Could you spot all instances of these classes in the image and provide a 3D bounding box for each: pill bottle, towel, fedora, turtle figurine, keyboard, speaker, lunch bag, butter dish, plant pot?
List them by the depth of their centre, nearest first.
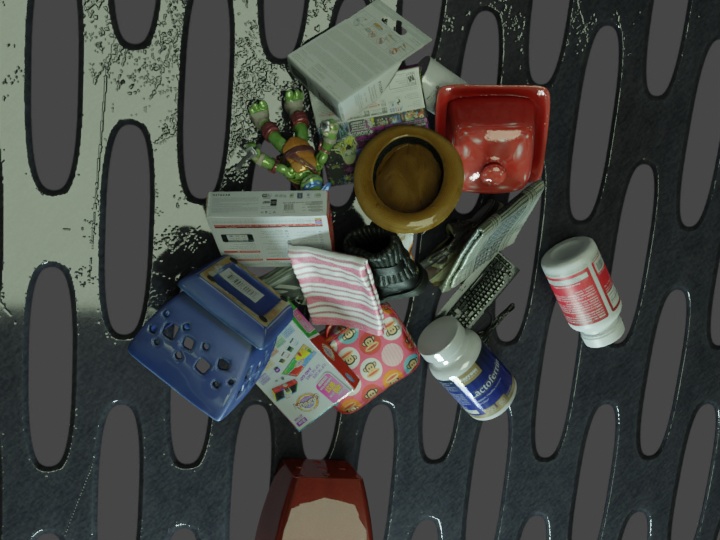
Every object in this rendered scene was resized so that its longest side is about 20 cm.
[{"bbox_3d":[-0.117,-0.228,1.445,0.144,0.195,0.199,-40,143,18],"label":"turtle figurine"},{"bbox_3d":[-0.234,0.096,1.459,0.199,0.200,0.180,37,109,2],"label":"plant pot"},{"bbox_3d":[0.081,-0.145,1.477,0.198,0.082,0.203,-1,69,3],"label":"fedora"},{"bbox_3d":[0.225,-0.202,1.502,0.197,0.149,0.202,2,131,5],"label":"butter dish"},{"bbox_3d":[-0.039,0.037,1.506,0.145,0.030,0.201,9,142,21],"label":"towel"},{"bbox_3d":[0.238,-0.055,1.571,0.035,0.201,0.192,44,55,13],"label":"towel"},{"bbox_3d":[0.179,-0.297,1.574,0.199,0.081,0.082,30,95,-19],"label":"speaker"},{"bbox_3d":[-0.005,0.149,1.637,0.199,0.082,0.177,-32,108,-4],"label":"lunch bag"},{"bbox_3d":[-0.083,0.457,1.644,0.198,0.200,0.179,5,92,-15],"label":"plant pot"},{"bbox_3d":[0.201,0.184,1.666,0.116,0.116,0.200,-44,118,-1],"label":"pill bottle"},{"bbox_3d":[0.439,0.045,1.707,0.112,0.112,0.201,-31,109,-5],"label":"pill bottle"},{"bbox_3d":[0.240,0.070,1.712,0.127,0.021,0.200,40,92,-19],"label":"keyboard"}]

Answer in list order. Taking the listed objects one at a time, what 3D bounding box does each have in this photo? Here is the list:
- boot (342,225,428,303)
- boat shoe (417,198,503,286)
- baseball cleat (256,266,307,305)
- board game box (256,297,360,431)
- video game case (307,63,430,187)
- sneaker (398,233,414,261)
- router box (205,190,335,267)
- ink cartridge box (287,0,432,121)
[{"bbox_3d":[0.000,-0.002,1.523,0.209,0.080,0.158,-18,147,24],"label":"boot"},{"bbox_3d":[0.186,-0.063,1.637,0.066,0.072,0.201,41,89,-10],"label":"boat shoe"},{"bbox_3d":[-0.138,0.038,1.583,0.199,0.070,0.107,-33,109,-3],"label":"baseball cleat"},{"bbox_3d":[-0.121,0.172,1.579,0.153,0.040,0.200,-39,96,26],"label":"board game box"},{"bbox_3d":[0.022,-0.251,1.529,0.197,0.036,0.183,-9,111,10],"label":"video game case"},{"bbox_3d":[0.050,-0.054,1.608,0.091,0.076,0.203,-6,104,-8],"label":"sneaker"},{"bbox_3d":[-0.147,-0.068,1.479,0.197,0.180,0.049,-1,64,2],"label":"router box"},{"bbox_3d":[0.000,-0.358,1.482,0.199,0.163,0.057,-33,146,-17],"label":"ink cartridge box"}]
